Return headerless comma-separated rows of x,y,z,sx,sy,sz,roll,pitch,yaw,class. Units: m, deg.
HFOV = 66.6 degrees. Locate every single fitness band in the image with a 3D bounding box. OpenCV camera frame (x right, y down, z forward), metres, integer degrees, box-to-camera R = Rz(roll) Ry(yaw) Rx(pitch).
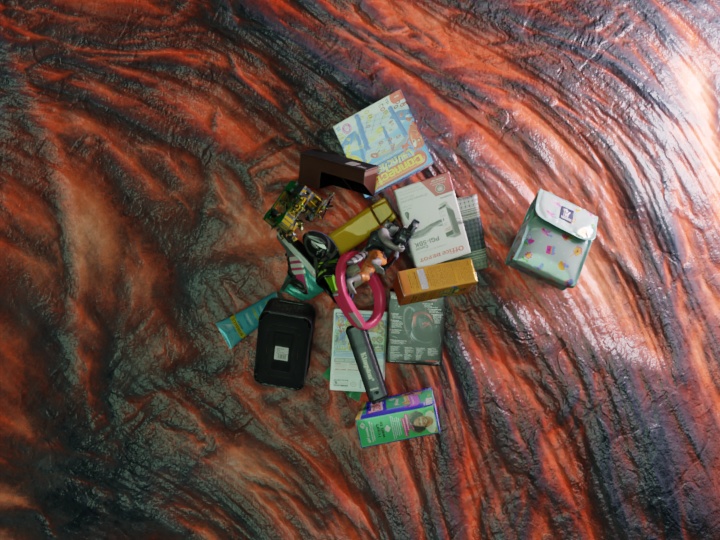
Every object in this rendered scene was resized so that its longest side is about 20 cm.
-0.002,0.050,1.329,0.037,0.145,0.202,-7,126,36,fitness band

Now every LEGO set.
-0.146,-0.134,1.355,0.115,0.199,0.156,38,76,-25,LEGO set

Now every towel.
0.218,-0.081,1.405,0.194,0.035,0.198,-11,95,4,towel

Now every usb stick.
0.016,0.230,1.371,0.054,0.033,0.205,-18,87,-4,usb stick

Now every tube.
-0.289,0.126,1.458,0.197,0.050,0.079,-32,85,11,tube

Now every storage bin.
-0.193,0.188,1.400,0.131,0.094,0.206,9,108,0,storage bin

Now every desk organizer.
-0.057,-0.238,1.357,0.196,0.071,0.079,20,116,25,desk organizer

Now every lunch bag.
0.470,-0.078,1.334,0.167,0.122,0.204,25,88,5,lunch bag

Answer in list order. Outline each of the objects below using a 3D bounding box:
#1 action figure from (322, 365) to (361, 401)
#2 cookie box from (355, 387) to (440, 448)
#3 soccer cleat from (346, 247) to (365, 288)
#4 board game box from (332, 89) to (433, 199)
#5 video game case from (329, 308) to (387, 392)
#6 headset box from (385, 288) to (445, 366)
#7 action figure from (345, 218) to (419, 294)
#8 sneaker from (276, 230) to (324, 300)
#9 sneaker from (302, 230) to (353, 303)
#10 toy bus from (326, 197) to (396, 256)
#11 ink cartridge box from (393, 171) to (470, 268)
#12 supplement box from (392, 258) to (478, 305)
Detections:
0.000,0.221,1.430,0.117,0.055,0.203,32,89,4,action figure
0.094,0.366,1.372,0.194,0.171,0.077,-14,90,6,cookie box
0.000,0.000,1.403,0.200,0.078,0.069,-45,89,6,soccer cleat
0.057,-0.316,1.388,0.196,0.056,0.200,-26,91,6,board game box
-0.005,0.204,1.398,0.139,0.018,0.206,3,86,-1,video game case
0.141,0.132,1.399,0.144,0.075,0.206,2,94,4,headset box
0.049,-0.058,1.275,0.103,0.195,0.201,33,134,-3,action figure
-0.176,0.001,1.422,0.121,0.083,0.201,-44,75,12,sneaker
-0.081,-0.009,1.335,0.070,0.082,0.203,-30,84,18,sneaker
-0.005,-0.105,1.392,0.198,0.078,0.066,-33,90,13,toy bus
0.175,-0.120,1.344,0.143,0.083,0.205,-17,95,5,ink cartridge box
0.182,0.028,1.328,0.195,0.067,0.070,-12,67,-13,supplement box
